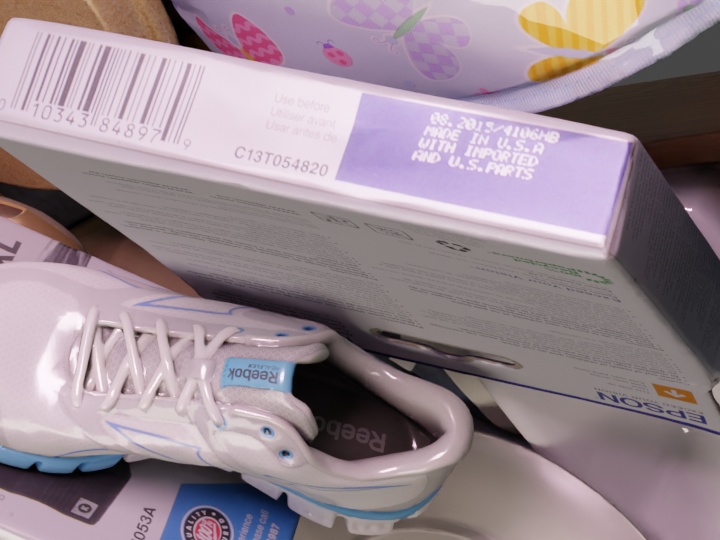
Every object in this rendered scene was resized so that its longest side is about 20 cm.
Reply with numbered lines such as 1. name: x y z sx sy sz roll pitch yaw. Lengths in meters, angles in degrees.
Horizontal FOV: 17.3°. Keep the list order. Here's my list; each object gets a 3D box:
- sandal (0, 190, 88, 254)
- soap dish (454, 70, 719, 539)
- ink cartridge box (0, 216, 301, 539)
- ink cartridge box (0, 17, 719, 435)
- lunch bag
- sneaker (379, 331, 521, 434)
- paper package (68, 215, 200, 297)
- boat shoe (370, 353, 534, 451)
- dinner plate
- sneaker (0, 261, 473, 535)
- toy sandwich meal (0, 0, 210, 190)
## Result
1. sandal: -0.183 -0.023 0.977 0.200 0.054 0.080 3 150 49
2. soap dish: 0.119 0.018 0.834 0.157 0.081 0.200 -6 133 43
3. ink cartridge box: -0.122 0.066 0.868 0.200 0.145 0.084 24 132 -4
4. ink cartridge box: 0.011 -0.011 0.732 0.199 0.041 0.200 12 167 21
5. lunch bag: 0.011 -0.134 0.673 0.170 0.127 0.200 46 156 -23
6. sneaker: 0.000 0.000 0.891 0.084 0.075 0.200 -14 137 38
7. paper package: -0.084 0.080 1.064 0.200 0.104 0.191 41 146 -18
8. boat shoe: 0.019 0.044 0.964 0.200 0.070 0.066 33 152 -3
9. dinner plate: 0.045 0.152 0.914 0.200 0.024 0.201 17 122 28
10. sneaker: -0.053 0.035 0.794 0.200 0.075 0.087 12 164 -13
11. toy sandwich meal: -0.130 -0.108 0.880 0.205 0.070 0.205 21 144 16
